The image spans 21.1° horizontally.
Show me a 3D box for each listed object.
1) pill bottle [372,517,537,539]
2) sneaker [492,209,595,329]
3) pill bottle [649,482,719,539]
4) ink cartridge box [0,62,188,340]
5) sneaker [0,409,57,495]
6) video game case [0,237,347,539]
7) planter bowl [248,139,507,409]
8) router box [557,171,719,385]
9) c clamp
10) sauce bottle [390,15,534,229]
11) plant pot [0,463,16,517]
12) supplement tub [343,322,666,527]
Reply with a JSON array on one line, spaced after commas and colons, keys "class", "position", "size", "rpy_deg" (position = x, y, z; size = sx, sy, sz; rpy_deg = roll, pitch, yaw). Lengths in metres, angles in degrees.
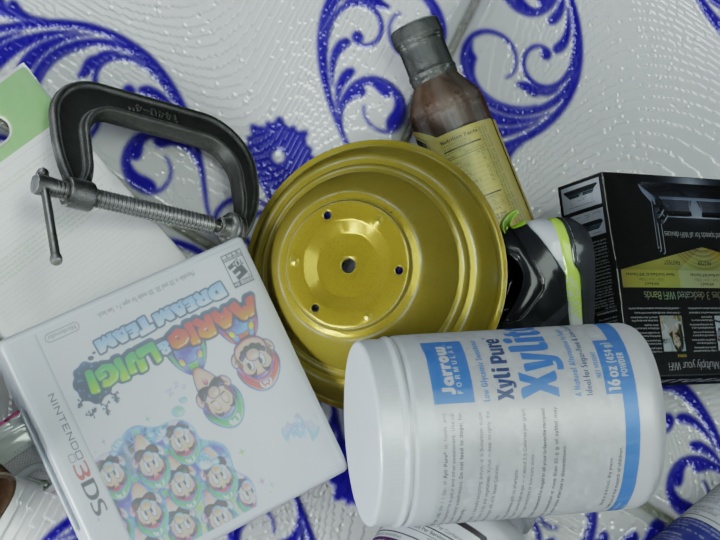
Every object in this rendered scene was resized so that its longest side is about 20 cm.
[{"class": "pill bottle", "position": [0.049, 0.233, 1.379], "size": [0.112, 0.112, 0.200], "rpy_deg": [38, 68, -8]}, {"class": "sneaker", "position": [0.127, 0.055, 1.428], "size": [0.082, 0.072, 0.201], "rpy_deg": [-3, 92, -12]}, {"class": "pill bottle", "position": [0.303, 0.212, 1.477], "size": [0.200, 0.112, 0.112], "rpy_deg": [-33, 91, -23]}, {"class": "ink cartridge box", "position": [-0.232, -0.026, 1.371], "size": [0.145, 0.048, 0.200], "rpy_deg": [-39, 87, -24]}, {"class": "sneaker", "position": [-0.180, 0.128, 1.336], "size": [0.199, 0.081, 0.089], "rpy_deg": [-12, 81, -21]}, {"class": "video game case", "position": [-0.126, 0.095, 1.319], "size": [0.199, 0.024, 0.183], "rpy_deg": [-25, 89, -31]}, {"class": "planter bowl", "position": [0.000, 0.000, 1.378], "size": [0.199, 0.083, 0.202], "rpy_deg": [-2, 84, 15]}, {"class": "router box", "position": [0.250, 0.009, 1.505], "size": [0.199, 0.052, 0.158], "rpy_deg": [2, 77, -39]}, {"class": "c clamp", "position": [-0.151, -0.060, 1.378], "size": [0.199, 0.027, 0.172], "rpy_deg": [8, 50, -36]}, {"class": "sauce bottle", "position": [0.078, -0.098, 1.492], "size": [0.064, 0.065, 0.201], "rpy_deg": [-18, 83, -23]}, {"class": "plant pot", "position": [-0.356, 0.122, 1.237], "size": [0.187, 0.187, 0.200], "rpy_deg": [-39, 78, -23]}, {"class": "supplement tub", "position": [0.097, 0.105, 1.320], "size": [0.199, 0.132, 0.133], "rpy_deg": [-3, 79, -12]}]
